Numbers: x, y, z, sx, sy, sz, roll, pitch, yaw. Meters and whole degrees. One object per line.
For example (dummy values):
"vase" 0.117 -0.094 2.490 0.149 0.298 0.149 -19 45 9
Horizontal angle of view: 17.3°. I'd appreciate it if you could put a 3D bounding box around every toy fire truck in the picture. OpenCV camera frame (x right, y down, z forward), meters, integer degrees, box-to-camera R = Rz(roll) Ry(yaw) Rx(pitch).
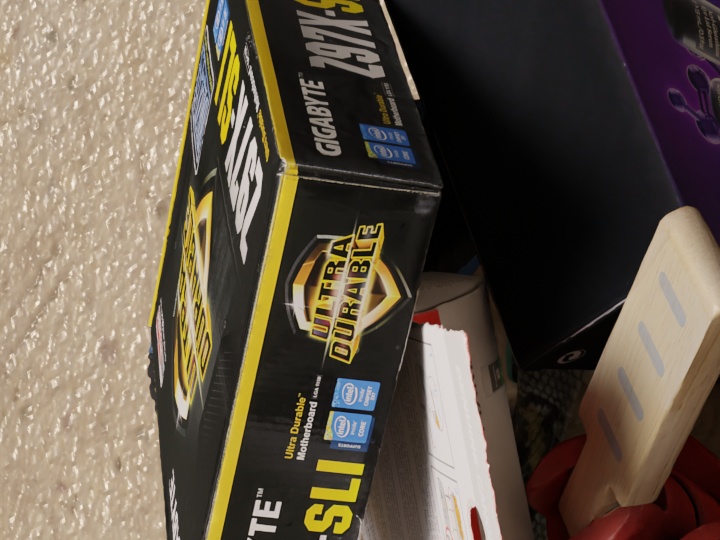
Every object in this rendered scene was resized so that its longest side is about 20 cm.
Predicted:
"toy fire truck" 0.116 0.091 0.652 0.129 0.200 0.176 -49 49 5

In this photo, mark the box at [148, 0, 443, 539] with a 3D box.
"box" -0.027 0.000 0.716 0.200 0.049 0.161 -104 26 -61

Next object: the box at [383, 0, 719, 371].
"box" 0.086 -0.072 0.744 0.079 0.141 0.201 -34 64 35

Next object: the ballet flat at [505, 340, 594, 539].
"ballet flat" 0.076 0.050 0.809 0.072 0.072 0.202 23 104 43

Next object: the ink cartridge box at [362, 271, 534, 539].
"ink cartridge box" 0.039 0.084 0.687 0.200 0.050 0.162 -175 73 -77

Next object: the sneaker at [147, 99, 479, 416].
"sneaker" 0.000 0.000 0.858 0.200 0.077 0.076 -39 64 43
